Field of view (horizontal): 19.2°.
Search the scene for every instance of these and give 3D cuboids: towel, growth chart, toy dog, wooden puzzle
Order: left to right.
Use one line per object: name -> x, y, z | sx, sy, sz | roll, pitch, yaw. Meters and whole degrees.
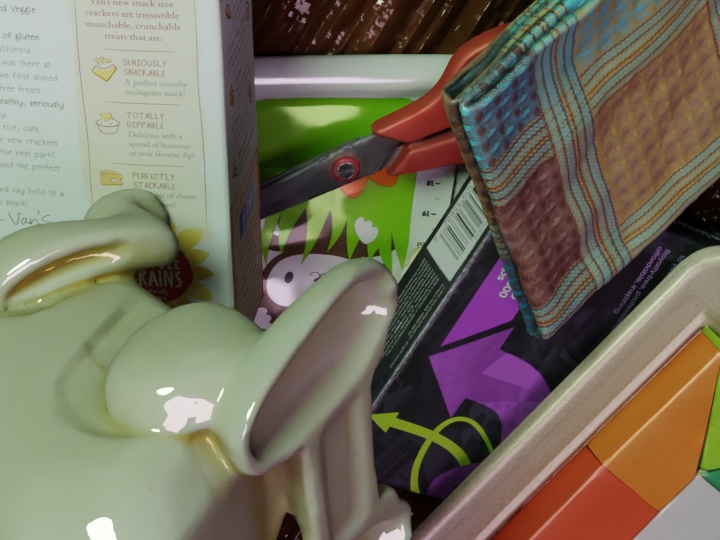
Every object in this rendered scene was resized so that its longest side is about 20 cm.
toy dog -> -0.107, 0.060, 0.680 | 0.194, 0.200, 0.140 | -49, 145, -31
growth chart -> 0.000, 0.000, 0.843 | 0.144, 0.018, 0.200 | -10, 121, -6
wooden puzzle -> 0.126, 0.102, 0.865 | 0.200, 0.037, 0.185 | -43, 130, 11
towel -> 0.117, -0.079, 0.743 | 0.200, 0.022, 0.147 | -44, 143, -14

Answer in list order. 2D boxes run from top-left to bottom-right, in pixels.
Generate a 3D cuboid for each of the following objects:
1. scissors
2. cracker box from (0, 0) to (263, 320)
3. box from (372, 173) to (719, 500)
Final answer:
scissors -> 0.004, -0.050, 0.798 | 0.199, 0.014, 0.073 | -11, 126, -3
cracker box -> -0.106, -0.065, 0.737 | 0.134, 0.058, 0.200 | 5, 123, 7
box -> 0.096, 0.040, 0.852 | 0.200, 0.036, 0.143 | 18, 115, -34
